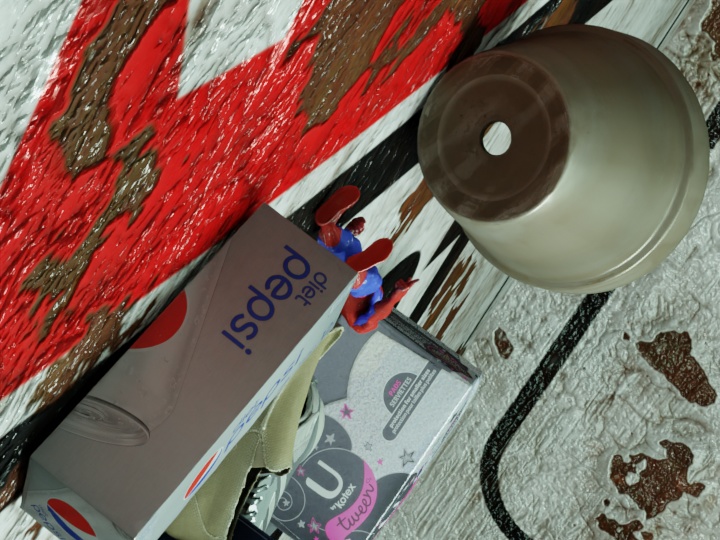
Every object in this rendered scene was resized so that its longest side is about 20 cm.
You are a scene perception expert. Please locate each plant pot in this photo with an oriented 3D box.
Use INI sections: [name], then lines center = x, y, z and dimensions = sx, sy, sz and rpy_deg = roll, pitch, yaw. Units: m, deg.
[plant pot]
center = 0.129, -0.085, 1.247
dimensions = 0.201, 0.200, 0.173
rpy_deg = -56, 157, 14

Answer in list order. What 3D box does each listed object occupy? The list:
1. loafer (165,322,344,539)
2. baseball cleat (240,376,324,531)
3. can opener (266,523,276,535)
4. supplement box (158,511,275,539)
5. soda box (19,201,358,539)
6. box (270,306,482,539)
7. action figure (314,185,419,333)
[loafer]
center = -0.069, 0.110, 1.230
dimensions = 0.201, 0.067, 0.076
rpy_deg = -54, 172, -6
[baseball cleat]
center = -0.094, 0.165, 1.376
dimensions = 0.201, 0.069, 0.107
rpy_deg = -61, 168, -23
[can opener]
center = -0.112, 0.231, 1.542
dimensions = 0.067, 0.052, 0.200
rpy_deg = -57, 172, 14
[supplement box]
center = -0.108, 0.304, 1.277
dimensions = 0.200, 0.134, 0.200
rpy_deg = -49, 145, -17
[soda box]
center = -0.086, 0.060, 0.906
dimensions = 0.200, 0.068, 0.064
rpy_deg = -49, 172, -33
[box]
center = -0.002, 0.139, 1.517
dimensions = 0.201, 0.132, 0.115
rpy_deg = -56, 174, 7
[action figure]
center = 0.000, 0.000, 1.194
dimensions = 0.051, 0.066, 0.200
rpy_deg = -35, 168, -11
